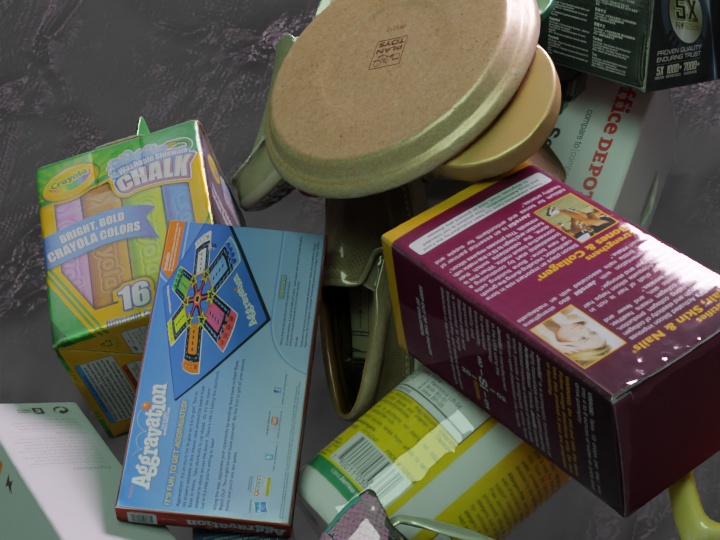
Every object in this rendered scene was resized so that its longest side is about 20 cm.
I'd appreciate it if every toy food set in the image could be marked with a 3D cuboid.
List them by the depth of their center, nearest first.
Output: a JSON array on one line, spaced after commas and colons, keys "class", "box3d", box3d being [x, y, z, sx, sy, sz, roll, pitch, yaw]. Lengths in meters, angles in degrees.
[{"class": "toy food set", "box3d": [0.029, -0.121, 1.067, 0.199, 0.049, 0.199, -21, 44, 22]}]

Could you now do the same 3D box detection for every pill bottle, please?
[{"class": "pill bottle", "box3d": [0.064, 0.107, 1.047, 0.200, 0.113, 0.113, -40, 55, -12]}]

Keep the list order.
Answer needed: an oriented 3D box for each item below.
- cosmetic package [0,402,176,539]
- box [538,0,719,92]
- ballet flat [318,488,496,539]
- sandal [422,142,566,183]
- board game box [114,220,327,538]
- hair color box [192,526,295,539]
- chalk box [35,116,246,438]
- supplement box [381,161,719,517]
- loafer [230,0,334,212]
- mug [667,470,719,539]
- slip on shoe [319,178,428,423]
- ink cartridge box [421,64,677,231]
[{"class": "cosmetic package", "box3d": [-0.178, 0.169, 1.040, 0.071, 0.102, 0.200, 1, 22, -32]}, {"class": "box", "box3d": [0.180, -0.192, 1.163, 0.163, 0.087, 0.199, -13, 25, -34]}, {"class": "ballet flat", "box3d": [0.068, 0.188, 0.957, 0.199, 0.069, 0.071, 34, 90, -10]}, {"class": "sandal", "box3d": [0.059, -0.092, 1.124, 0.070, 0.077, 0.212, -51, 43, 18]}, {"class": "board game box", "box3d": [-0.080, 0.060, 1.034, 0.102, 0.020, 0.202, 6, 56, 1]}, {"class": "hair color box", "box3d": [-0.059, 0.228, 0.967, 0.060, 0.101, 0.201, -9, 34, 0]}, {"class": "chalk box", "box3d": [-0.145, -0.012, 1.185, 0.123, 0.125, 0.201, -17, 52, 4]}, {"class": "supplement box", "box3d": [0.116, 0.031, 0.956, 0.110, 0.086, 0.200, -29, 41, -23]}, {"class": "loafer", "box3d": [-0.037, -0.133, 1.236, 0.068, 0.076, 0.201, 35, 93, 7]}, {"class": "mug", "box3d": [0.278, 0.116, 0.949, 0.149, 0.186, 0.154, -36, 36, 32]}, {"class": "slip on shoe", "box3d": [0.000, 0.000, 1.109, 0.076, 0.060, 0.202, 0, 94, 44]}, {"class": "ink cartridge box", "box3d": [0.102, -0.079, 1.183, 0.198, 0.084, 0.147, 10, 59, 23]}]
